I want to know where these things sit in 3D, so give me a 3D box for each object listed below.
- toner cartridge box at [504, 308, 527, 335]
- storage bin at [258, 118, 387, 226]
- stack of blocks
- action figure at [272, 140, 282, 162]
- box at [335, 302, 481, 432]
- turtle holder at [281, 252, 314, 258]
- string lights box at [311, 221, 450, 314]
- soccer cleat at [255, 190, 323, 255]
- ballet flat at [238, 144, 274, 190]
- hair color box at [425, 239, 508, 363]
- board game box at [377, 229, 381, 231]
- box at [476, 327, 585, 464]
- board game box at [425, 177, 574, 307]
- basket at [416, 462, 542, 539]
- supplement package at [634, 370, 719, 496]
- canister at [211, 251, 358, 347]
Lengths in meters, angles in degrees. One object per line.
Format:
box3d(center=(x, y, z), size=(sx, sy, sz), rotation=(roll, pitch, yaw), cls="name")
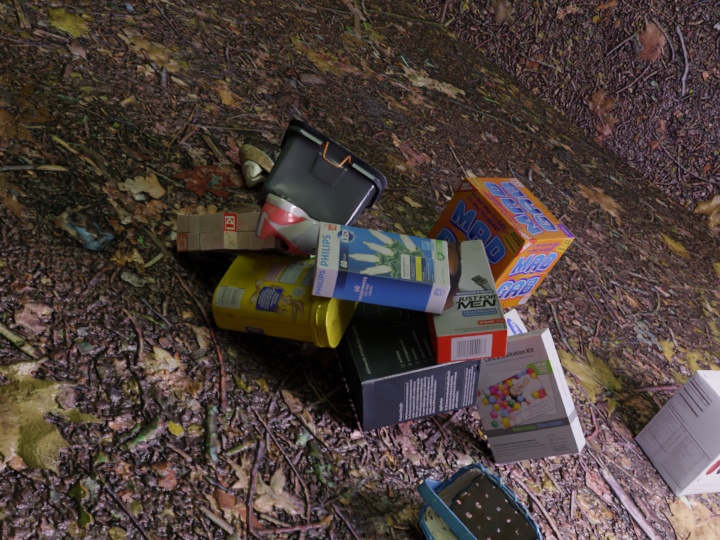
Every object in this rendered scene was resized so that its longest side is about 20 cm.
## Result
box3d(center=(0.284, 0.182, 1.594), size=(0.094, 0.043, 0.202), rotation=(-26, 82, -20), cls="toner cartridge box")
box3d(center=(-0.073, -0.139, 1.499), size=(0.198, 0.146, 0.136), rotation=(32, 69, -2), cls="storage bin")
box3d(center=(-0.194, -0.061, 1.445), size=(0.197, 0.060, 0.114), rotation=(0, -1, 37), cls="stack of blocks")
box3d(center=(-0.094, -0.210, 1.849), size=(0.190, 0.107, 0.200), rotation=(10, 12, -26), cls="action figure")
box3d(center=(0.069, 0.126, 1.418), size=(0.193, 0.125, 0.202), rotation=(-10, 43, -11), cls="box")
box3d(center=(-0.110, -0.093, 1.611), size=(0.140, 0.132, 0.186), rotation=(40, 58, 2), cls="turtle holder")
box3d(center=(0.029, -0.004, 1.311), size=(0.196, 0.060, 0.104), rotation=(8, 43, -7), cls="string lights box")
box3d(center=(-0.091, -0.053, 1.376), size=(0.068, 0.074, 0.199), rotation=(26, -4, 38), cls="soccer cleat")
box3d(center=(-0.186, -0.176, 1.748), size=(0.199, 0.071, 0.065), rotation=(40, 45, 18), cls="ballet flat")
box3d(center=(0.154, 0.044, 1.368), size=(0.109, 0.065, 0.202), rotation=(-6, 42, -2), cls="hair color box")
box3d(center=(0.085, 0.024, 1.717), size=(0.146, 0.065, 0.201), rotation=(24, 30, -14), cls="board game box")
box3d(center=(0.264, 0.208, 1.445), size=(0.041, 0.154, 0.203), rotation=(-26, 99, -57), cls="box")
box3d(center=(0.291, -0.058, 1.897), size=(0.198, 0.201, 0.201), rotation=(-5, 47, -47), cls="board game box")
box3d(center=(0.165, 0.359, 1.211), size=(0.177, 0.139, 0.200), rotation=(47, 2, 24), cls="basket")
box3d(center=(0.694, 0.320, 1.737), size=(0.189, 0.201, 0.148), rotation=(6, 39, -37), cls="supplement package")
box3d(center=(-0.115, 0.040, 1.377), size=(0.196, 0.088, 0.149), rotation=(6, 41, 20), cls="canister")
